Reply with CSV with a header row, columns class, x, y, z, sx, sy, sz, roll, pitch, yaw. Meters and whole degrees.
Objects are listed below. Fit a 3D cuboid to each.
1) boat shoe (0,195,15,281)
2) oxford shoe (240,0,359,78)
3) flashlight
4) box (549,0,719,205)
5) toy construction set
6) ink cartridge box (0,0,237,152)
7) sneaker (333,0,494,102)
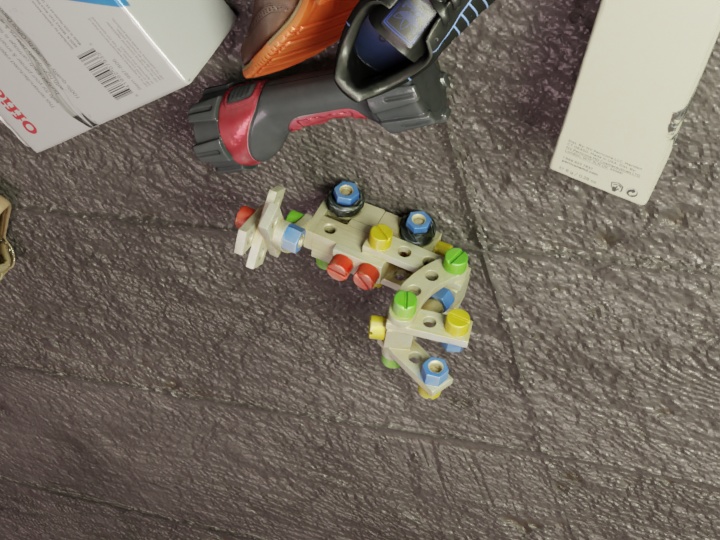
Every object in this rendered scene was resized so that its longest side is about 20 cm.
class,x,y,z,sx,sy,sz,roll,pitch,yaw
boat shoe,-0.372,-0.009,1.361,0.064,0.071,0.200,27,142,5
oxford shoe,-0.038,-0.194,0.936,0.073,0.071,0.200,61,146,7
flashlight,-0.030,-0.113,1.012,0.199,0.068,0.068,-5,94,33
box,0.173,-0.138,0.826,0.068,0.082,0.200,24,144,10
toy construction set,0.000,0.000,1.063,0.199,0.131,0.092,31,143,0
ink cartridge box,-0.213,-0.186,1.033,0.199,0.084,0.145,-15,124,43
sneaker,0.054,-0.175,0.845,0.070,0.078,0.200,37,131,-6
